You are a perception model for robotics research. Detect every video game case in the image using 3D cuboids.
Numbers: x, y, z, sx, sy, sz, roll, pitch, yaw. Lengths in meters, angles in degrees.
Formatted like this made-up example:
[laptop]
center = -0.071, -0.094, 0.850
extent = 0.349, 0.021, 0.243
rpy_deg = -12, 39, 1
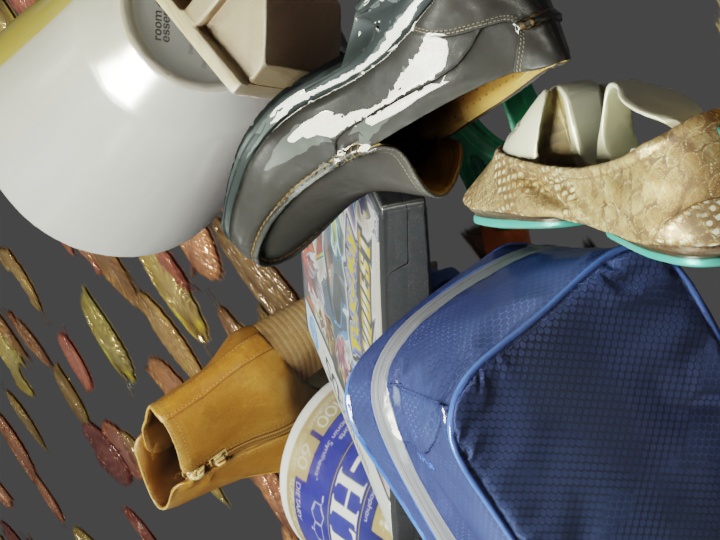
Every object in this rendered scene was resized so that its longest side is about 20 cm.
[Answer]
[video game case]
center = 0.000, 0.000, 1.239
extent = 0.181, 0.025, 0.201
rpy_deg = -113, 16, -52

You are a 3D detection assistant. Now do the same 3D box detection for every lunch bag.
[lunch bag]
center = 0.098, 0.088, 1.124
extent = 0.200, 0.136, 0.132
rpy_deg = 59, 163, -15

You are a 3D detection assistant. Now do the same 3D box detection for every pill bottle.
[pill bottle]
center = 0.054, 0.130, 1.341
extent = 0.200, 0.120, 0.120
rpy_deg = 28, 148, 55

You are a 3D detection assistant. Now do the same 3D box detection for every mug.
[mug]
center = -0.118, -0.115, 1.318
extent = 0.187, 0.149, 0.153
rpy_deg = 50, 151, -1

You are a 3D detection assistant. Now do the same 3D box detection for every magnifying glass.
[magnifying glass]
center = 0.060, -0.041, 1.180
extent = 0.080, 0.022, 0.200
rpy_deg = 40, 158, 39

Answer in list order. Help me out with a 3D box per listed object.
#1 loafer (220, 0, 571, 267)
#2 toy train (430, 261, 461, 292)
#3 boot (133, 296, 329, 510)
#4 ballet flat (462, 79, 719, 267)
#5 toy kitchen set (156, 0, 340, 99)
[loafer]
center = 0.010, -0.057, 1.069
extent = 0.072, 0.073, 0.200
rpy_deg = 55, 132, 16
[toy train]
center = 0.005, -0.019, 1.350
extent = 0.200, 0.034, 0.046
rpy_deg = 45, 148, 32
[boot]
center = -0.065, 0.103, 1.565
extent = 0.071, 0.144, 0.201
rpy_deg = 45, 160, 31
[ballet flat]
center = 0.101, -0.044, 1.025
extent = 0.200, 0.070, 0.066
rpy_deg = 11, 108, 62
[toy kitchen set]
center = -0.031, -0.190, 1.070
extent = 0.163, 0.180, 0.200
rpy_deg = 52, -158, 21
